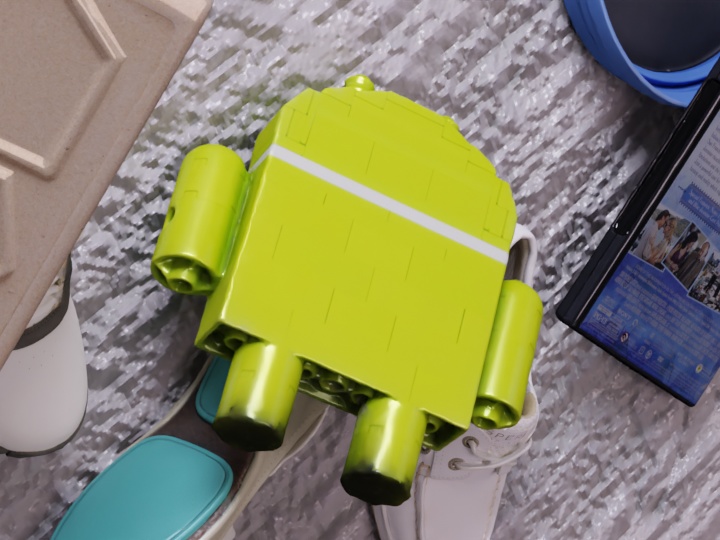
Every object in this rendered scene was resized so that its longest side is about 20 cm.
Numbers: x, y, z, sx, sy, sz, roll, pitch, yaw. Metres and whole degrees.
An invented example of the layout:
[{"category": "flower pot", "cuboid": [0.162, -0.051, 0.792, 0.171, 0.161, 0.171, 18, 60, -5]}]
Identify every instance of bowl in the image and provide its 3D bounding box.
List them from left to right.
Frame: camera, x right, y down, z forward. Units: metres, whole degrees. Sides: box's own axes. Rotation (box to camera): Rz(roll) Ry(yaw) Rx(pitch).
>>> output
[{"category": "bowl", "cuboid": [0.176, -0.184, 1.109, 0.201, 0.039, 0.201, -12, 109, -38]}]

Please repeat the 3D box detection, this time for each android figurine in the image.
[{"category": "android figurine", "cuboid": [0.000, 0.000, 0.954, 0.182, 0.041, 0.200, 23, 56, -16]}]

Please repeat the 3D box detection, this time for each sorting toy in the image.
[{"category": "sorting toy", "cuboid": [-0.174, -0.064, 0.756, 0.185, 0.036, 0.200, 26, 100, -23]}]

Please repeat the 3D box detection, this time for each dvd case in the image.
[{"category": "dvd case", "cuboid": [0.194, -0.034, 1.144, 0.143, 0.018, 0.200, 32, 92, -49]}]

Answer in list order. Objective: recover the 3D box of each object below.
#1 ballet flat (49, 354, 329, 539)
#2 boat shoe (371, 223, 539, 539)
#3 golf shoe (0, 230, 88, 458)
[{"category": "ballet flat", "cuboid": [-0.063, 0.086, 0.965, 0.200, 0.069, 0.069, -50, 128, -19]}, {"category": "boat shoe", "cuboid": [0.053, 0.069, 1.051, 0.071, 0.069, 0.200, -11, 109, -40]}, {"category": "golf shoe", "cuboid": [-0.147, -0.003, 0.850, 0.077, 0.088, 0.200, -35, 123, -30]}]
